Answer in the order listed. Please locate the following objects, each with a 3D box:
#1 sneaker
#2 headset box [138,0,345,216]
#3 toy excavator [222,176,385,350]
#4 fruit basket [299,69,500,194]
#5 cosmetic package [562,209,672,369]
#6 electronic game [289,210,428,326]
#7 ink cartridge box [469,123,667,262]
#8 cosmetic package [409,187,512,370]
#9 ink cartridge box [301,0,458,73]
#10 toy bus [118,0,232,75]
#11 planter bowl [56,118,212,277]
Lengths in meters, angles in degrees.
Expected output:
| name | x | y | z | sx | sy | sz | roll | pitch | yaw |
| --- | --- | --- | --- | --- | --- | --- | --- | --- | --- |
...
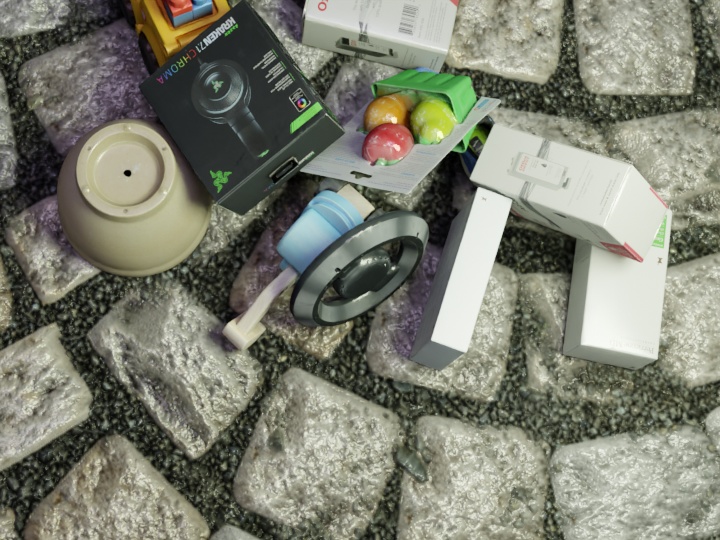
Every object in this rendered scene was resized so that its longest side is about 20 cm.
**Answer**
| name | x | y | z | sx | sy | sz | roll | pitch | yaw |
| --- | --- | --- | --- | --- | --- | --- | --- | --- | --- |
| sneaker | 0.138 | -0.199 | 1.500 | 0.078 | 0.089 | 0.200 | -41 | 81 | -14 |
| headset box | -0.141 | -0.190 | 1.384 | 0.174 | 0.093 | 0.201 | -37 | 76 | 8 |
| toy excavator | -0.079 | -0.006 | 1.417 | 0.100 | 0.195 | 0.200 | 44 | 48 | 5 |
| fruit basket | 0.050 | -0.163 | 1.402 | 0.184 | 0.094 | 0.200 | 15 | 55 | 40 |
| cosmetic package | 0.334 | 0.017 | 1.470 | 0.107 | 0.085 | 0.202 | 10 | 74 | -5 |
| electronic game | 0.000 | 0.000 | 1.382 | 0.199 | 0.200 | 0.042 | -32 | 66 | -12 |
| ink cartridge box | 0.256 | -0.096 | 1.393 | 0.199 | 0.146 | 0.083 | 24 | 87 | 37 |
| cosmetic package | 0.124 | 0.014 | 1.415 | 0.051 | 0.151 | 0.202 | 19 | 76 | -1 |
| ink cartridge box | 0.029 | -0.364 | 1.532 | 0.198 | 0.083 | 0.148 | 14 | 75 | -3 |
| toy bus | -0.236 | -0.351 | 1.448 | 0.135 | 0.192 | 0.201 | -24 | 78 | -9 |
| planter bowl | -0.287 | -0.106 | 1.411 | 0.198 | 0.135 | 0.202 | 1 | 75 | -5 |
